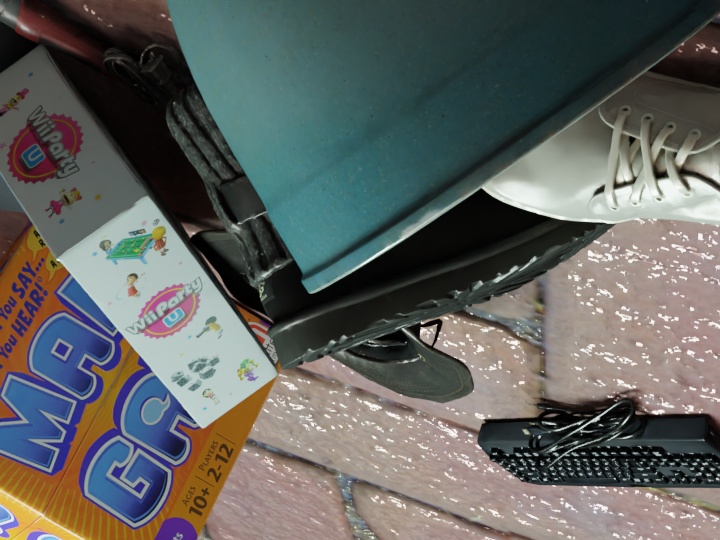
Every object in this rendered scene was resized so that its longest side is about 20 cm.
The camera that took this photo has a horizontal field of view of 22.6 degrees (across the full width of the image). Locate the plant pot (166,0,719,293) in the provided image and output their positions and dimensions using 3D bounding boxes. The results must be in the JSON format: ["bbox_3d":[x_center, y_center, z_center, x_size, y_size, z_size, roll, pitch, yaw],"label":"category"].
[{"bbox_3d":[0.008,-0.124,0.696,0.188,0.200,0.200,55,149,-2],"label":"plant pot"}]

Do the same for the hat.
[{"bbox_3d":[0.000,0.000,1.049,0.200,0.081,0.201,29,166,8],"label":"hat"}]

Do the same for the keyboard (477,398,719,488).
[{"bbox_3d":[0.154,0.127,1.185,0.200,0.040,0.104,-8,138,47],"label":"keyboard"}]

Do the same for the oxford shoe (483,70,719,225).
[{"bbox_3d":[0.140,-0.054,0.830,0.200,0.058,0.075,7,103,24],"label":"oxford shoe"}]

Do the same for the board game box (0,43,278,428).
[{"bbox_3d":[-0.138,-0.017,1.058,0.148,0.064,0.200,52,175,37],"label":"board game box"}]

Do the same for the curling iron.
[{"bbox_3d":[-0.184,-0.148,1.003,0.200,0.026,0.050,30,152,-10],"label":"curling iron"}]

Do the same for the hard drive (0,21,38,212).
[{"bbox_3d":[-0.236,-0.102,1.110,0.135,0.042,0.200,9,149,30],"label":"hard drive"}]

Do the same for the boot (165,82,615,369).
[{"bbox_3d":[0.021,-0.056,0.921,0.079,0.211,0.158,129,121,-74],"label":"boot"}]

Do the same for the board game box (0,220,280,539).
[{"bbox_3d":[-0.203,0.107,1.277,0.200,0.200,0.200,32,152,-12],"label":"board game box"}]
